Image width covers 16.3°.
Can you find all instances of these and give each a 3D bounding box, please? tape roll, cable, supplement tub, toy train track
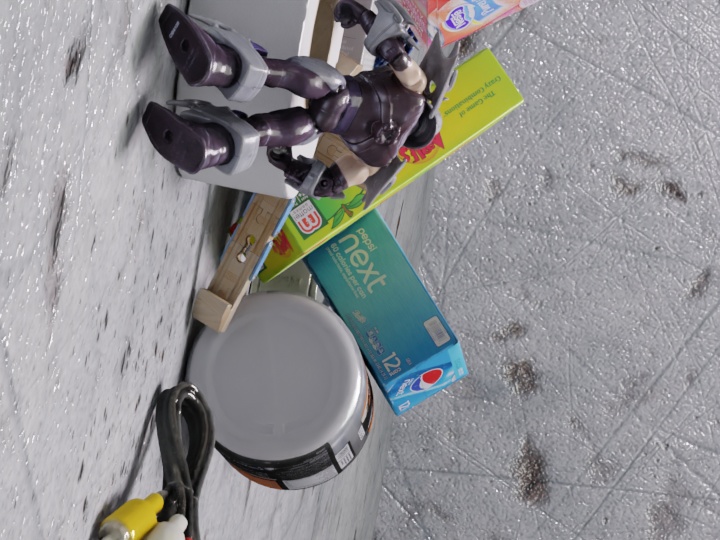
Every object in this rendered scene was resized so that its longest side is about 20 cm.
[{"bbox_3d":[-0.055,-0.147,1.524,0.202,0.070,0.203,10,90,-85],"label":"tape roll"},{"bbox_3d":[-0.105,0.145,1.535,0.050,0.097,0.200,-32,-160,32],"label":"cable"},{"bbox_3d":[-0.053,0.088,1.764,0.200,0.122,0.123,77,24,-79],"label":"supplement tub"},{"bbox_3d":[-0.059,-0.052,1.639,0.201,0.114,0.033,-62,160,10],"label":"toy train track"}]

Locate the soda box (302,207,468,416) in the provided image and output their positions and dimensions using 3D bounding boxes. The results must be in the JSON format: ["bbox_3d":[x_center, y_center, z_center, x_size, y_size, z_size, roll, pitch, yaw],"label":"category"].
[{"bbox_3d":[0.000,0.000,1.813,0.200,0.064,0.068,59,-3,24],"label":"soda box"}]

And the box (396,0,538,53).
[{"bbox_3d":[0.037,-0.254,1.586,0.200,0.102,0.095,61,-9,20],"label":"box"}]

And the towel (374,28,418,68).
[{"bbox_3d":[0.054,-0.192,1.875,0.200,0.024,0.145,-44,-173,42],"label":"towel"}]

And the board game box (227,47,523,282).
[{"bbox_3d":[0.010,-0.073,1.746,0.200,0.048,0.102,-35,180,-22],"label":"board game box"}]

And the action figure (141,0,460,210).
[{"bbox_3d":[-0.025,-0.095,1.398,0.199,0.069,0.131,3,117,-43],"label":"action figure"}]

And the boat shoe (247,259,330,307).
[{"bbox_3d":[-0.045,-0.013,1.923,0.066,0.074,0.200,94,6,-85],"label":"boat shoe"}]

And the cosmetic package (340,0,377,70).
[{"bbox_3d":[-0.023,-0.195,1.708,0.107,0.090,0.201,-16,114,-85],"label":"cosmetic package"}]
